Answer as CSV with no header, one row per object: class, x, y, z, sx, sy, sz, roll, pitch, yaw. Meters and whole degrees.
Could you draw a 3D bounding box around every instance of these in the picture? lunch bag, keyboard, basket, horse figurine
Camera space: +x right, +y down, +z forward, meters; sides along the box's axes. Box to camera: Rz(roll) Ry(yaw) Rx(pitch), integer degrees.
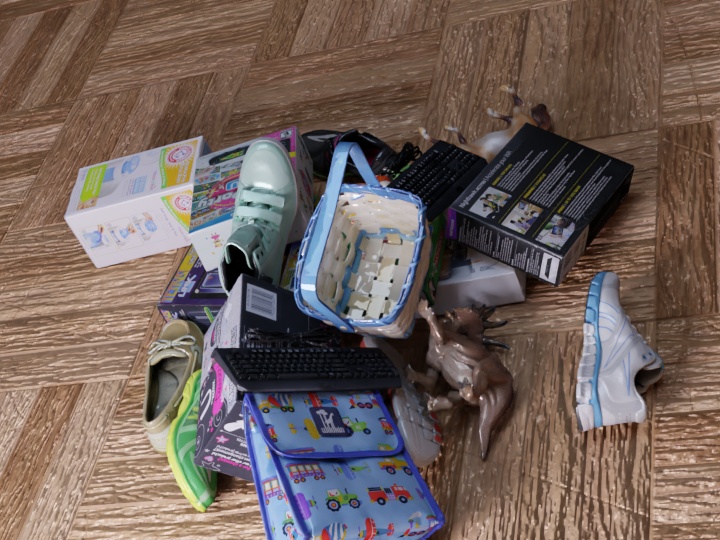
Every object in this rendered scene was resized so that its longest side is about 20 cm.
lunch bag,-0.029,0.194,1.300,0.150,0.094,0.201,-2,49,-26
keyboard,-0.061,0.089,1.372,0.199,0.021,0.127,3,24,-33
basket,-0.004,-0.016,1.403,0.138,0.200,0.177,8,67,20
keyboard,0.076,-0.120,1.549,0.104,0.040,0.200,19,30,17
horse figurine,0.172,-0.169,1.716,0.199,0.050,0.133,-26,51,-11

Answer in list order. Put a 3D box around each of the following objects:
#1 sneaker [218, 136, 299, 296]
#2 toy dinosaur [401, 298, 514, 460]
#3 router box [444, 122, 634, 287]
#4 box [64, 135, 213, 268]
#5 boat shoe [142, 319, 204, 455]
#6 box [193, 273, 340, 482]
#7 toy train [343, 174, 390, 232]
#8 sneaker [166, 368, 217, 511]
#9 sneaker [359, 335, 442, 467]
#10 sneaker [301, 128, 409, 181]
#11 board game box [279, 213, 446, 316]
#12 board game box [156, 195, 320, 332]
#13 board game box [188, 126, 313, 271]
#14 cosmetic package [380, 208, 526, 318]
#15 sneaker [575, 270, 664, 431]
sneaker,-0.119,-0.058,1.536,0.073,0.202,0.118,5,1,8
toy dinosaur,0.122,0.103,1.427,0.086,0.135,0.200,-54,52,32
router box,0.212,-0.082,1.542,0.149,0.051,0.200,26,47,21
box,-0.294,-0.096,1.846,0.199,0.102,0.113,-13,41,15
boat shoe,-0.228,0.127,1.587,0.073,0.063,0.201,-13,43,16
box,-0.102,0.124,1.447,0.115,0.132,0.201,-56,23,34
toy train,0.059,-0.096,1.587,0.149,0.056,0.200,-10,11,24
sneaker,-0.166,0.180,1.491,0.083,0.074,0.201,-16,39,18
sneaker,0.026,0.156,1.435,0.082,0.077,0.200,-43,33,13
sneaker,-0.015,-0.164,1.784,0.199,0.084,0.077,18,64,41
board game box,0.000,0.000,1.564,0.199,0.029,0.135,-10,42,23
board game box,-0.149,-0.008,1.708,0.164,0.057,0.201,-1,45,30
board game box,-0.138,-0.096,1.697,0.147,0.065,0.200,-18,33,8
cosmetic package,0.100,-0.016,1.589,0.199,0.052,0.151,-10,39,18
sneaker,0.274,0.085,1.379,0.086,0.075,0.201,0,50,14
